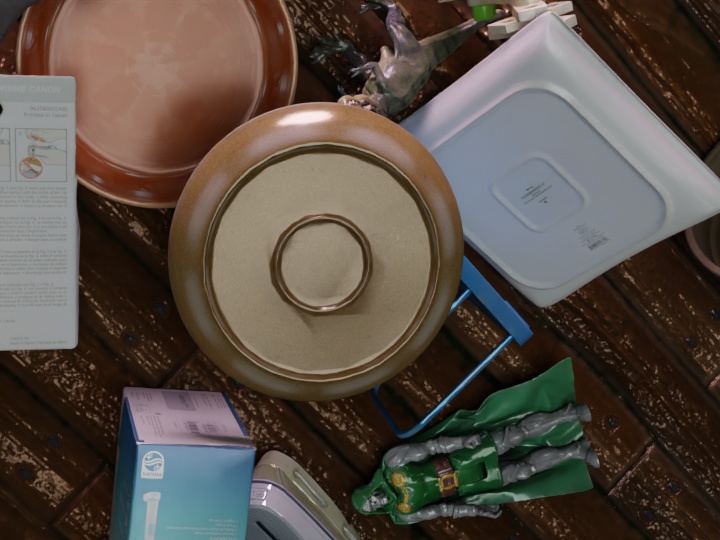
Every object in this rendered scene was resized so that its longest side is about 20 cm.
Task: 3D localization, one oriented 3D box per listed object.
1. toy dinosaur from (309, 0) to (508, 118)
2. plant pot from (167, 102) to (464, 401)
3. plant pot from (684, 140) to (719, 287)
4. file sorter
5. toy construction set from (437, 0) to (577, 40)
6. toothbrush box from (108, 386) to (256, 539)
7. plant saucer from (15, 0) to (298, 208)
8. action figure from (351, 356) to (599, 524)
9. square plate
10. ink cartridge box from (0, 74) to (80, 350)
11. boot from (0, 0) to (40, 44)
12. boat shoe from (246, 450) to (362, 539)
[{"bbox_3d":[0.021,-0.159,0.984,0.088,0.048,0.200,35,49,12],"label":"toy dinosaur"},{"bbox_3d":[-0.026,-0.007,0.887,0.197,0.028,0.203,-2,104,-9],"label":"plant pot"},{"bbox_3d":[0.377,-0.017,1.058,0.200,0.200,0.174,-45,124,-3],"label":"plant pot"},{"bbox_3d":[0.000,0.000,0.976,0.123,0.139,0.200,-43,107,0],"label":"file sorter"},{"bbox_3d":[0.094,-0.251,0.957,0.129,0.092,0.203,-5,94,25],"label":"toy construction set"},{"bbox_3d":[-0.135,0.200,0.971,0.084,0.146,0.203,6,98,-15],"label":"toothbrush box"},{"bbox_3d":[-0.143,-0.146,0.968,0.197,0.032,0.204,-2,100,-14],"label":"plant saucer"},{"bbox_3d":[0.087,0.154,1.071,0.197,0.055,0.120,-17,106,-7],"label":"action figure"},{"bbox_3d":[0.132,-0.064,0.985,0.198,0.199,0.029,41,45,-17],"label":"square plate"},{"bbox_3d":[-0.270,-0.041,0.921,0.160,0.057,0.203,-1,111,-14],"label":"ink cartridge box"},{"bbox_3d":[-0.250,-0.145,0.907,0.197,0.070,0.134,-5,104,16],"label":"boot"},{"bbox_3d":[-0.020,0.219,1.047,0.201,0.071,0.062,54,40,-27],"label":"boat shoe"}]
